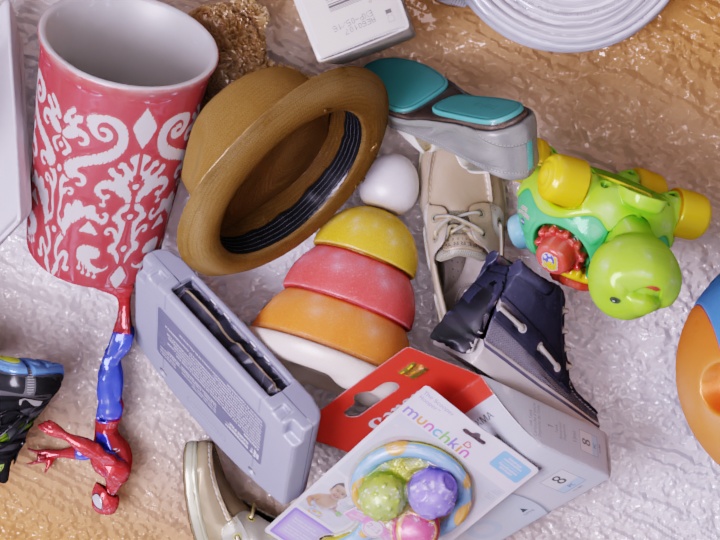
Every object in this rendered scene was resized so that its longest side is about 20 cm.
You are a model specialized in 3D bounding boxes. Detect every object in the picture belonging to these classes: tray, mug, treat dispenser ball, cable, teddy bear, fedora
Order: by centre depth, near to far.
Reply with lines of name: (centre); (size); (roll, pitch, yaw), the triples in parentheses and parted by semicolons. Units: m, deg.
fedora: (-0.072, -0.088, 1.121); (0.201, 0.201, 0.082); (-47, 65, 7)
treat dispenser ball: (0.343, 0.077, 1.140); (0.200, 0.201, 0.201); (0, 97, 3)
mug: (-0.193, -0.108, 1.172); (0.133, 0.178, 0.200); (10, 127, -9)
cable: (0.164, -0.272, 1.172); (0.200, 0.069, 0.200); (26, 98, 0)
tray: (-0.287, -0.104, 1.176); (0.022, 0.107, 0.200); (9, 61, -34)
teddy bear: (-0.089, -0.122, 1.215); (0.145, 0.067, 0.200); (-39, 97, 20)

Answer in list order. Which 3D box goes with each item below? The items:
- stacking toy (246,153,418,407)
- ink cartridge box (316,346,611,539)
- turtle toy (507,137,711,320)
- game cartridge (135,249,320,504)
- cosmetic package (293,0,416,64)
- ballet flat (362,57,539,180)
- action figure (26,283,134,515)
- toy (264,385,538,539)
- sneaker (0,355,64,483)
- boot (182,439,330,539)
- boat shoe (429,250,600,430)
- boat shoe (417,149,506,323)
stacking toy: (0.000, 0.000, 1.207); (0.146, 0.146, 0.200); (20, 79, 1)
ink cartridge box: (0.069, 0.144, 1.165); (0.200, 0.047, 0.160); (25, 137, -27)
turtle toy: (0.186, -0.029, 1.142); (0.146, 0.200, 0.101); (14, 102, -19)
game cartridge: (-0.108, 0.088, 1.186); (0.041, 0.133, 0.200); (-31, 64, -31)
cosmetic package: (-0.009, -0.214, 1.125); (0.073, 0.200, 0.104); (-20, 94, 5)
ballet flat: (0.063, -0.113, 1.158); (0.067, 0.200, 0.064); (-30, 123, -23)
action figure: (-0.235, 0.107, 1.244); (0.099, 0.065, 0.200); (-1, 97, -5)
toy: (0.027, 0.188, 1.147); (0.115, 0.047, 0.200); (37, 122, -16)
sneaker: (-0.288, 0.126, 1.197); (0.071, 0.200, 0.083); (11, 57, -27)
boot: (-0.056, 0.218, 1.246); (0.154, 0.072, 0.200); (-17, 101, 6)
boat shoe: (0.146, 0.063, 1.183); (0.200, 0.075, 0.093); (37, 83, -43)
boat shoe: (0.085, -0.026, 1.210); (0.072, 0.065, 0.200); (-3, 97, 4)
